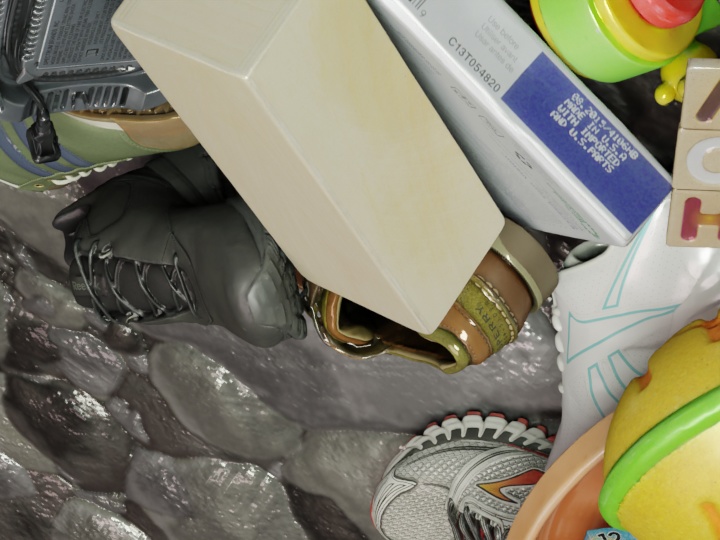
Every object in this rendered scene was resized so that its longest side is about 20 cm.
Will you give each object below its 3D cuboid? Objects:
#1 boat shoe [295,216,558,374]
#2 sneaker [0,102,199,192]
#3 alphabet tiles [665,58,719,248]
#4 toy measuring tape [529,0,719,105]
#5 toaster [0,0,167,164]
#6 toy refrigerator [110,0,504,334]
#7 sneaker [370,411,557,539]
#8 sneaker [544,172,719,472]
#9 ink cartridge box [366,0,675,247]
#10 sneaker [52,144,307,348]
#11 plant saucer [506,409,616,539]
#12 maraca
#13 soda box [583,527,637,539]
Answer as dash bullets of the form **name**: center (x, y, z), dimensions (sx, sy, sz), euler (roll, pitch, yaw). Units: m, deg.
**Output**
- **boat shoe**: center (0.000, 0.000, 1.280), dimensions (0.199, 0.068, 0.072), euler (10, 144, 54)
- **sneaker**: center (-0.143, -0.077, 1.347), dimensions (0.199, 0.067, 0.090), euler (12, 145, 26)
- **alphabet tiles**: center (0.222, -0.041, 1.095), dimensions (0.198, 0.008, 0.168), euler (2, 137, 2)
- **toy measuring tape**: center (0.080, -0.139, 1.108), dimensions (0.073, 0.074, 0.200), euler (-16, 121, 45)
- **toaster**: center (-0.120, -0.155, 1.169), dimensions (0.113, 0.130, 0.200), euler (-7, 146, -21)
- **toy refrigerator**: center (-0.015, -0.061, 1.143), dimensions (0.076, 0.070, 0.200), euler (24, 162, 35)
- **sneaker**: center (0.084, 0.122, 1.372), dimensions (0.199, 0.082, 0.078), euler (-3, 129, 39)
- **sneaker**: center (0.121, 0.027, 1.265), dimensions (0.080, 0.070, 0.201), euler (34, 135, 9)
- **ink cartridge box**: center (0.025, -0.093, 1.191), dimensions (0.200, 0.041, 0.200), euler (45, 171, -14)
- **sneaker**: center (-0.085, -0.001, 1.289), dimensions (0.200, 0.090, 0.076), euler (-150, 41, -67)
- **plant saucer**: center (0.155, 0.115, 1.260), dimensions (0.199, 0.032, 0.201), euler (-12, 133, -13)
- **maraca**: center (0.186, 0.060, 1.135), dimensions (0.137, 0.199, 0.107), euler (114, 136, -60)
- **soda box**: center (0.191, 0.148, 1.236), dimensions (0.199, 0.069, 0.064), euler (-4, 133, -20)
